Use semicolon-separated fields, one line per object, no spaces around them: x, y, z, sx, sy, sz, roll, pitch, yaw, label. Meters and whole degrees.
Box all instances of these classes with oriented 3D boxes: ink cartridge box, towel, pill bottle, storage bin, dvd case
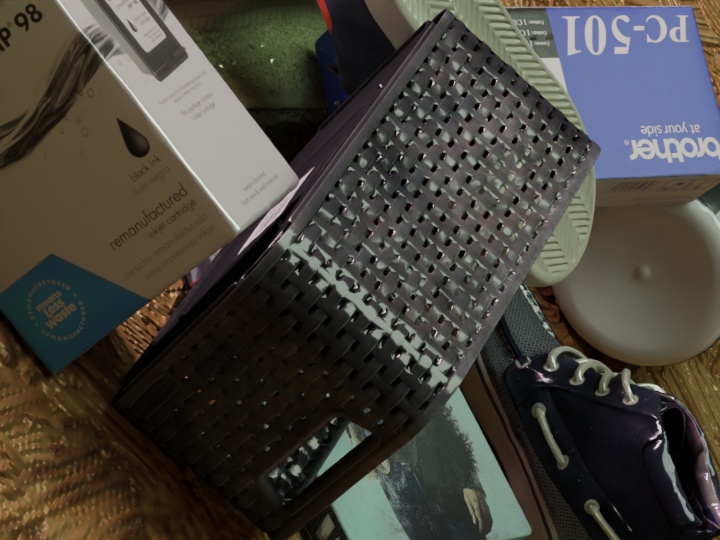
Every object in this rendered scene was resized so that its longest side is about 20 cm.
-0.134;-0.074;1.102;0.200;0.116;0.067;52;31;-3;ink cartridge box
-0.078;-0.125;1.316;0.148;0.036;0.200;58;30;9;towel
0.083;-0.079;1.358;0.200;0.044;0.094;-4;72;-30;ink cartridge box
0.182;-0.028;1.520;0.106;0.106;0.200;53;30;-2;pill bottle
0.000;0.000;1.154;0.094;0.135;0.200;42;44;-6;storage bin
-0.009;0.043;1.256;0.146;0.022;0.200;-1;59;-56;dvd case

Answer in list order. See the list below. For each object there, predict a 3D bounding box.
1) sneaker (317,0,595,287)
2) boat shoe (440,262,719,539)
0.037;-0.079;1.272;0.075;0.084;0.200;-45;119;-33;sneaker
0.111;0.065;1.332;0.075;0.093;0.200;11;51;-51;boat shoe
